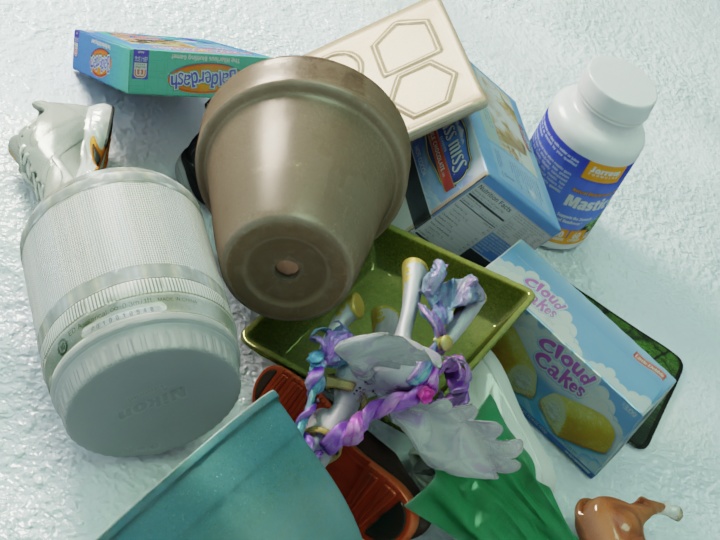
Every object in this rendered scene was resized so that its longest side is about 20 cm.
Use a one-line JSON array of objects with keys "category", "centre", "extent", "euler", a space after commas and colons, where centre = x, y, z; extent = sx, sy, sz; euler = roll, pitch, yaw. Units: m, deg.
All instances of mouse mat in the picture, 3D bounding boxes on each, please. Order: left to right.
[{"category": "mouse mat", "centre": [0.234, 0.084, 1.373], "extent": [0.199, 0.008, 0.161], "euler": [33, 43, 7]}]

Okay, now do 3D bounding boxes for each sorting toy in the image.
[{"category": "sorting toy", "centre": [0.021, -0.181, 1.329], "extent": [0.183, 0.037, 0.201], "euler": [-23, 45, 6]}]

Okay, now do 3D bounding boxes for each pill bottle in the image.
[{"category": "pill bottle", "centre": [0.240, -0.129, 1.437], "extent": [0.111, 0.201, 0.113], "euler": [14, 44, -14]}]

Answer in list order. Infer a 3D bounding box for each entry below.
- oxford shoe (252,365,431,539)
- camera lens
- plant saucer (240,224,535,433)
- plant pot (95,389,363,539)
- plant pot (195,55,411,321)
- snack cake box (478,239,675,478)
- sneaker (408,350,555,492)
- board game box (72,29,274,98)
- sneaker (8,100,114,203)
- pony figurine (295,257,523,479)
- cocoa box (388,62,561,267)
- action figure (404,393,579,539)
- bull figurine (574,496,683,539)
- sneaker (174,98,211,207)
[{"category": "oxford shoe", "centre": [-0.017, 0.160, 1.141], "extent": [0.200, 0.071, 0.072], "euler": [46, 17, 24]}, {"category": "camera lens", "centre": [-0.190, 0.029, 1.091], "extent": [0.158, 0.161, 0.202], "euler": [0, 49, -27]}, {"category": "plant saucer", "centre": [0.026, 0.056, 1.205], "extent": [0.198, 0.048, 0.200], "euler": [26, 51, 28]}, {"category": "plant pot", "centre": [-0.077, 0.223, 0.951], "extent": [0.188, 0.200, 0.200], "euler": [48, 45, 4]}, {"category": "plant pot", "centre": [-0.054, -0.056, 1.146], "extent": [0.198, 0.202, 0.176], "euler": [17, 38, -11]}, {"category": "snack cake box", "centre": [0.186, 0.084, 1.262], "extent": [0.200, 0.116, 0.067], "euler": [43, 50, 16]}, {"category": "sneaker", "centre": [0.082, 0.133, 1.197], "extent": [0.114, 0.074, 0.201], "euler": [-9, 55, -38]}, {"category": "board game box", "centre": [-0.191, -0.207, 1.331], "extent": [0.150, 0.046, 0.200], "euler": [0, 14, -27]}, {"category": "sneaker", "centre": [-0.288, -0.089, 1.232], "extent": [0.091, 0.076, 0.201], "euler": [10, 37, -8]}, {"category": "pony figurine", "centre": [0.030, 0.081, 1.054], "extent": [0.167, 0.191, 0.201], "euler": [52, 45, -27]}, {"category": "cocoa box", "centre": [0.099, -0.104, 1.361], "extent": [0.133, 0.131, 0.202], "euler": [32, 33, -40]}, {"category": "action figure", "centre": [0.129, 0.215, 1.115], "extent": [0.118, 0.055, 0.200], "euler": [-47, 108, -15]}, {"category": "bull figurine", "centre": [0.251, 0.284, 1.145], "extent": [0.120, 0.065, 0.202], "euler": [6, 52, -33]}, {"category": "sneaker", "centre": [-0.087, -0.085, 1.290], "extent": [0.199, 0.114, 0.076], "euler": [34, 43, 7]}]
